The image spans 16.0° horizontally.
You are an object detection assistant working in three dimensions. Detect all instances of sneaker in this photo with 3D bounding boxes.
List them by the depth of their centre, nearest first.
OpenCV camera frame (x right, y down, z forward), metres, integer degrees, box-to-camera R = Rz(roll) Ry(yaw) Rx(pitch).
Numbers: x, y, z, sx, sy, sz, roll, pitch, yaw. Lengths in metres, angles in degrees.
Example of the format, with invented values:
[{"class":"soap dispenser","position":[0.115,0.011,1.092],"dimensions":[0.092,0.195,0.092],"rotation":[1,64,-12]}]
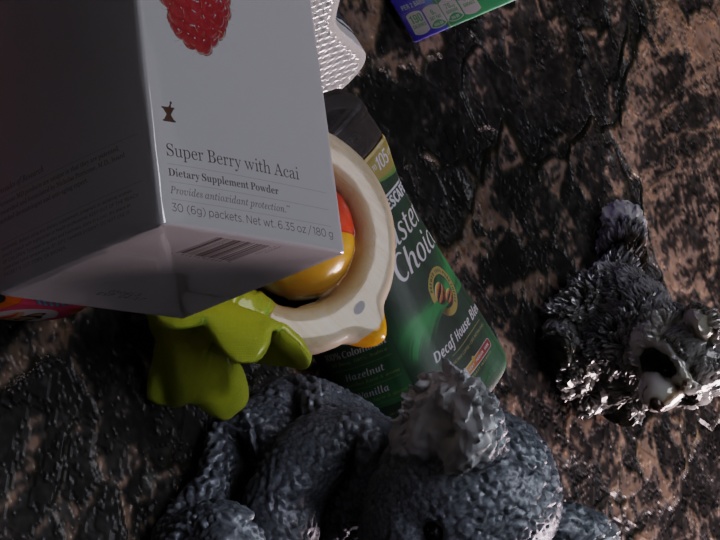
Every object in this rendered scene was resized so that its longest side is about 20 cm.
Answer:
[{"class":"sneaker","position":[-0.054,-0.154,1.441],"dimensions":[0.080,0.078,0.200],"rotation":[54,-2,15]}]

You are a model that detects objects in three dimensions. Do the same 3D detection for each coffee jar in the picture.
[{"class":"coffee jar","position":[0.000,0.000,1.476],"dimensions":[0.200,0.085,0.104],"rotation":[60,38,-15]}]

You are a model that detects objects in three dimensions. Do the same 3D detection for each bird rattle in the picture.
[{"class":"bird rattle","position":[-0.060,-0.023,1.369],"dimensions":[0.162,0.113,0.201],"rotation":[4,68,-28]}]

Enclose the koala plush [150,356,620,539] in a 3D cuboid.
[{"class":"koala plush","position":[0.024,0.125,1.356],"dimensions":[0.177,0.200,0.184],"rotation":[48,42,-29]}]

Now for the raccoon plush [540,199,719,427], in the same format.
[{"class":"raccoon plush","position":[0.198,0.014,1.688],"dimensions":[0.097,0.134,0.201],"rotation":[34,51,-39]}]

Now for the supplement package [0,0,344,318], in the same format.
[{"class":"supplement package","position":[-0.100,-0.093,1.219],"dimensions":[0.121,0.120,0.201],"rotation":[8,68,-45]}]

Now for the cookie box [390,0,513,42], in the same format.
[{"class":"cookie box","position":[0.063,-0.269,1.602],"dimensions":[0.200,0.171,0.075],"rotation":[59,35,-16]}]

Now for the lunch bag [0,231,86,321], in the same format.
[{"class":"lunch bag","position":[-0.195,-0.077,1.263],"dimensions":[0.176,0.082,0.201],"rotation":[5,71,-48]}]
